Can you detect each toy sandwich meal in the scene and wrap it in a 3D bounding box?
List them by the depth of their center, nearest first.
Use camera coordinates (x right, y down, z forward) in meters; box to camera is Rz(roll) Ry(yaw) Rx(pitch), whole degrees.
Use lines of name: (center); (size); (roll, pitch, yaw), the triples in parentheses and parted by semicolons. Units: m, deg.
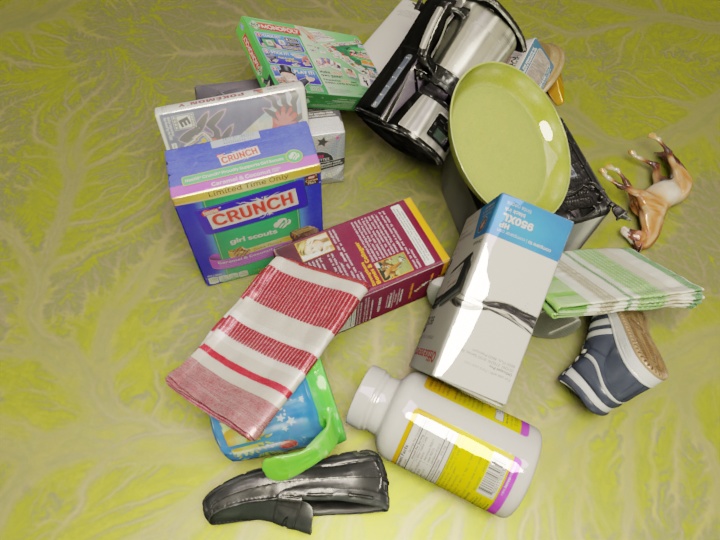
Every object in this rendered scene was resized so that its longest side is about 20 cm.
toy sandwich meal: (0.243, -0.275, 0.897); (0.205, 0.070, 0.205); (-30, 35, 24)

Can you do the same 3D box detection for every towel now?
towel: (-0.098, 0.069, 0.602); (0.144, 0.023, 0.200); (16, 57, 37)
towel: (0.292, 0.014, 0.705); (0.200, 0.031, 0.149); (-5, 25, -13)

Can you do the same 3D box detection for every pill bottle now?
pill bottle: (0.088, 0.181, 0.630); (0.200, 0.104, 0.104); (24, 62, 12)

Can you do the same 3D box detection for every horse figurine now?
horse figurine: (0.439, -0.127, 0.851); (0.200, 0.050, 0.133); (-33, 79, -26)

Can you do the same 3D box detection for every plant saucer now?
plant saucer: (0.177, -0.152, 0.686); (0.200, 0.031, 0.200); (7, 76, -31)

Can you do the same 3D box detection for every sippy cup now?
sippy cup: (-0.097, 0.145, 0.628); (0.130, 0.178, 0.140); (-19, 86, -7)

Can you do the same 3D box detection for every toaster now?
toaster: (0.229, -0.102, 0.791); (0.181, 0.119, 0.200); (-12, 61, -9)

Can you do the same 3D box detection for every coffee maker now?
coffee maker: (0.096, -0.260, 0.772); (0.135, 0.192, 0.200); (34, 95, -22)

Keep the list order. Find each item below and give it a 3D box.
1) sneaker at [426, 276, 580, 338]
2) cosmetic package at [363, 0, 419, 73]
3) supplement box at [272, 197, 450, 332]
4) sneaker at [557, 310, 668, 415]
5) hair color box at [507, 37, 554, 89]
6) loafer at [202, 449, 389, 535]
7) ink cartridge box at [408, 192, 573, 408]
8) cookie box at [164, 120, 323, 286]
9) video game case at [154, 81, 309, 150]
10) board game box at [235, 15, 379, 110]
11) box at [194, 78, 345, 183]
sneaker: (0.185, 0.034, 0.746); (0.200, 0.070, 0.080); (10, 52, -4)
cosmetic package: (0.069, -0.356, 0.951); (0.108, 0.085, 0.200); (27, 63, 14)
supplement box: (0.000, 0.000, 0.740); (0.200, 0.086, 0.110); (-22, 63, -15)
sneaker: (0.304, 0.096, 0.711); (0.070, 0.109, 0.200); (35, 29, -6)
hair color box: (0.172, -0.267, 0.843); (0.200, 0.061, 0.100); (10, 67, 53)
loafer: (-0.066, 0.245, 0.605); (0.200, 0.068, 0.070); (-7, 52, -11)
ink cartridge box: (0.136, 0.034, 0.622); (0.084, 0.145, 0.200); (22, 83, -1)
cookie box: (-0.136, -0.077, 0.713); (0.171, 0.200, 0.075); (-15, 62, -11)
video game case: (-0.152, -0.138, 0.750); (0.182, 0.200, 0.023); (-14, 45, -10)
board game box: (-0.060, -0.287, 0.798); (0.200, 0.029, 0.135); (-8, 63, -38)
box: (-0.131, -0.199, 0.834); (0.200, 0.115, 0.132); (-10, 60, -8)
